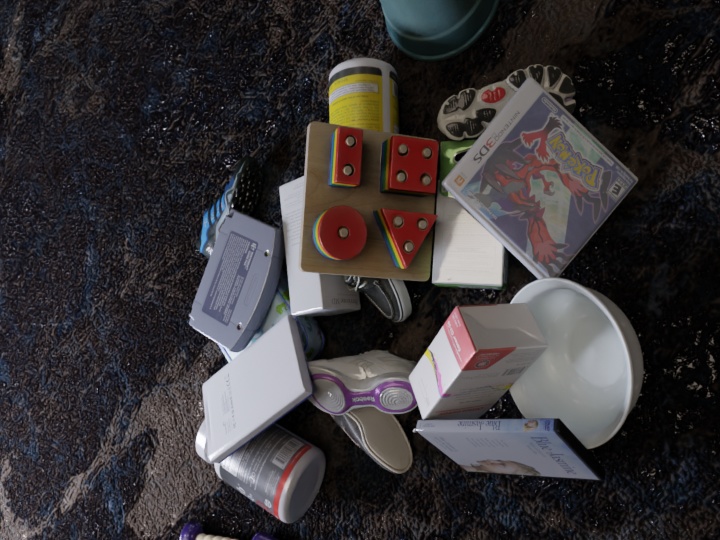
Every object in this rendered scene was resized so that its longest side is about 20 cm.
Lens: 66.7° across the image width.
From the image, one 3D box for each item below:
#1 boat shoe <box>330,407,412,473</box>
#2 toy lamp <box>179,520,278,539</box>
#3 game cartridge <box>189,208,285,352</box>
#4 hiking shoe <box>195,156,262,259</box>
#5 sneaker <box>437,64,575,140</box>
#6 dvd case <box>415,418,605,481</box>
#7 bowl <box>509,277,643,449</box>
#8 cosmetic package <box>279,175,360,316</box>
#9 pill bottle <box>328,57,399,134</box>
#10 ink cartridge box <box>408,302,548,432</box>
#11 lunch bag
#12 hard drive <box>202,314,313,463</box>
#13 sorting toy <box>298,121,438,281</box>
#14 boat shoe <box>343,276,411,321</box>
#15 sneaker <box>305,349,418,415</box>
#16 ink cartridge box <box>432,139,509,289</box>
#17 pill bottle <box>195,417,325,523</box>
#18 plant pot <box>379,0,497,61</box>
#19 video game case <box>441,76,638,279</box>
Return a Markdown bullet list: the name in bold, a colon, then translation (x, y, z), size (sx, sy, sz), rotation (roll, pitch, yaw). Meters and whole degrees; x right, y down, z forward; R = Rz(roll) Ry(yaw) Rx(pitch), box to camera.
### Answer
- **boat shoe**: translation (0.004, 0.230, 0.843), size (0.066, 0.058, 0.199), rotation (-39, 69, -22)
- **toy lamp**: translation (-0.213, 0.462, 0.916), size (0.193, 0.058, 0.061), rotation (-4, 82, 28)
- **game cartridge**: translation (-0.194, 0.017, 0.875), size (0.130, 0.040, 0.206), rotation (22, 91, 33)
- **hiking shoe**: translation (-0.243, -0.112, 0.979), size (0.085, 0.074, 0.206), rotation (24, 95, 24)
- **sneaker**: translation (0.205, -0.237, 0.782), size (0.192, 0.083, 0.084), rotation (-8, 98, 9)
- **dvd case**: translation (0.183, 0.223, 0.682), size (0.196, 0.142, 0.018), rotation (-14, 44, 41)
- **bowl**: translation (0.273, 0.106, 0.680), size (0.199, 0.088, 0.209), rotation (22, 115, 58)
- **cosmetic package**: translation (-0.064, -0.035, 0.865), size (0.069, 0.100, 0.208), rotation (-13, 79, 35)
- **pill bottle**: translation (0.007, -0.206, 0.848), size (0.110, 0.114, 0.209), rotation (-4, 82, 24)
- **ink cartridge box**: translation (0.139, 0.132, 0.717), size (0.203, 0.112, 0.069), rotation (115, 145, -43)
- **lunch bag**: translation (-0.165, 0.095, 0.916), size (0.161, 0.082, 0.201), rotation (-45, 68, 13)
- **hard drive**: translation (-0.160, 0.178, 0.824), size (0.198, 0.025, 0.134), rotation (-38, 48, 19)
- **sorting toy**: translation (0.020, -0.093, 0.755), size (0.192, 0.069, 0.207), rotation (4, 90, -16)
- **boat shoe**: translation (0.000, 0.000, 0.824), size (0.203, 0.070, 0.072), rotation (55, 146, -1)
- **sneaker**: translation (-0.002, 0.163, 0.819), size (0.192, 0.100, 0.078), rotation (4, 114, 11)
- **ink cartridge box**: translation (0.163, -0.079, 0.789), size (0.100, 0.059, 0.209), rotation (2, 86, 24)
- **pill bottle**: translation (-0.161, 0.299, 0.874), size (0.195, 0.115, 0.120), rotation (21, 93, 26)
- **plant pot**: translation (0.092, -0.446, 0.788), size (0.193, 0.195, 0.209), rotation (-3, 83, 23)
- **video game case**: translation (0.237, -0.118, 0.726), size (0.199, 0.023, 0.183), rotation (42, 92, 1)
